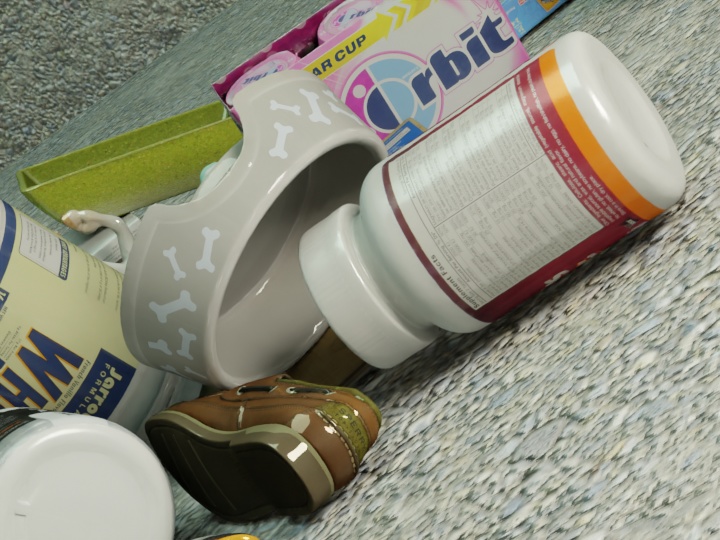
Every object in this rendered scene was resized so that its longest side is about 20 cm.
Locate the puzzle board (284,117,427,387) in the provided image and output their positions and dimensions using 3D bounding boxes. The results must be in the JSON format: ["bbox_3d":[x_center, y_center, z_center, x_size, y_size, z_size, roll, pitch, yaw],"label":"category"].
[{"bbox_3d":[0.000,0.000,1.452,0.200,0.017,0.151,-42,40,-6],"label":"puzzle board"}]

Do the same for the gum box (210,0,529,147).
[{"bbox_3d":[0.016,-0.128,1.540,0.200,0.114,0.066,-35,25,-3],"label":"gum box"}]

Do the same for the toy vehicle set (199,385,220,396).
[{"bbox_3d":[-0.085,0.041,1.660,0.124,0.027,0.200,-27,17,43],"label":"toy vehicle set"}]

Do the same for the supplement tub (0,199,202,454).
[{"bbox_3d":[-0.219,0.050,1.540,0.145,0.200,0.145,-39,33,31],"label":"supplement tub"}]

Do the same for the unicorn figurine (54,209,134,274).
[{"bbox_3d":[-0.176,0.020,1.695,0.200,0.137,0.074,-57,8,36],"label":"unicorn figurine"}]

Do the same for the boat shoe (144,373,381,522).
[{"bbox_3d":[-0.053,0.098,1.304,0.068,0.072,0.200,-39,21,-25],"label":"boat shoe"}]

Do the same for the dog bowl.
[{"bbox_3d":[-0.055,-0.017,1.354,0.200,0.059,0.200,-46,-26,-30],"label":"dog bowl"}]

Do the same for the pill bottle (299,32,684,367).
[{"bbox_3d":[0.071,-0.035,1.271,0.200,0.110,0.110,-34,14,20],"label":"pill bottle"}]

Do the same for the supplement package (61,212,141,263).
[{"bbox_3d":[-0.218,0.039,1.843,0.156,0.111,0.200,-39,12,-6],"label":"supplement package"}]

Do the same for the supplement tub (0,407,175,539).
[{"bbox_3d":[-0.195,0.145,1.393,0.122,0.123,0.200,-42,14,-17],"label":"supplement tub"}]

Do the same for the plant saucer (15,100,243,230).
[{"bbox_3d":[-0.175,-0.084,1.850,0.199,0.048,0.200,-20,10,-7],"label":"plant saucer"}]

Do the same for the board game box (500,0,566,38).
[{"bbox_3d":[0.184,-0.275,1.980,0.200,0.037,0.151,-40,12,1],"label":"board game box"}]

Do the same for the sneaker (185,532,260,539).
[{"bbox_3d":[-0.099,0.184,1.108,0.077,0.078,0.200,-23,19,21],"label":"sneaker"}]

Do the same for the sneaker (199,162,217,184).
[{"bbox_3d":[-0.037,-0.074,1.749,0.139,0.078,0.200,-27,-1,13],"label":"sneaker"}]
